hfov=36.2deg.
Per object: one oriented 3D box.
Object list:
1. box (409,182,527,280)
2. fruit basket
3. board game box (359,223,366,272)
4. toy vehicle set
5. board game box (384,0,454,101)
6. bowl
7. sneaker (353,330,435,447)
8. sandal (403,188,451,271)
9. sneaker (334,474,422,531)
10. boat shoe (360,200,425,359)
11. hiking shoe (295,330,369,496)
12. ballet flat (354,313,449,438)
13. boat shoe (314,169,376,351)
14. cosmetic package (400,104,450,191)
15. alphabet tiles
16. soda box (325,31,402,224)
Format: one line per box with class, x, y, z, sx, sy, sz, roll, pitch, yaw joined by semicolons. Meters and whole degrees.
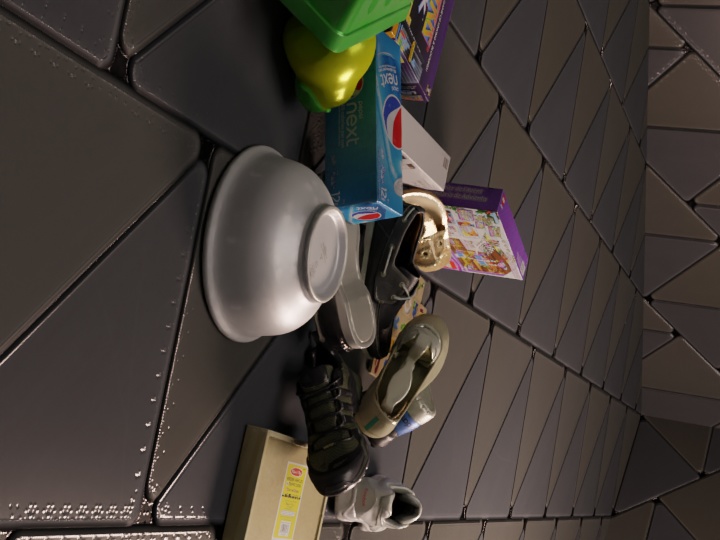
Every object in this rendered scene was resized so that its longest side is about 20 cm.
box;0.155;-0.057;1.574;0.201;0.135;0.040;58;46;-57
fruit basket;-0.031;-0.271;1.116;0.216;0.156;0.216;-44;178;-1
board game box;0.000;0.000;1.362;0.199;0.023;0.107;22;79;-65
toy vehicle set;-0.086;0.252;1.233;0.200;0.026;0.126;39;60;-64
board game box;0.063;-0.340;1.372;0.165;0.056;0.203;45;55;-61
bowl;-0.071;-0.022;1.109;0.201;0.089;0.205;7;90;-67
sneaker;0.039;0.155;1.448;0.077;0.110;0.201;50;18;-21
sandal;0.092;-0.032;1.486;0.212;0.077;0.071;58;13;-62
sneaker;0.040;0.314;1.459;0.200;0.098;0.079;29;71;-66
boat shoe;0.037;0.015;1.343;0.072;0.067;0.204;-15;115;-64
hiking shoe;-0.043;0.159;1.227;0.101;0.075;0.201;57;15;-32
ballet flat;0.060;0.116;1.329;0.201;0.068;0.070;-57;147;-36
boat shoe;-0.033;-0.009;1.236;0.074;0.060;0.204;-17;96;-56
cosmetic package;0.041;-0.149;1.346;0.200;0.081;0.052;30;72;-65
alphabet tiles;0.052;0.075;1.535;0.200;0.006;0.169;41;59;-63
soda box;0.004;-0.159;1.213;0.064;0.067;0.204;23;63;-58
